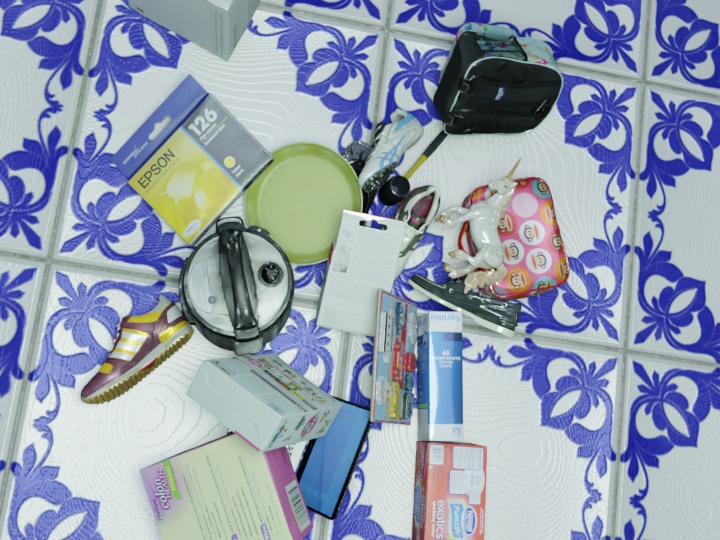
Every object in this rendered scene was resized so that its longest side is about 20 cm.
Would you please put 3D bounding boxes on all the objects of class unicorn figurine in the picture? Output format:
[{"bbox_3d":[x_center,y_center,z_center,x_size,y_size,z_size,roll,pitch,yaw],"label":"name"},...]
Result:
[{"bbox_3d":[0.195,-0.072,1.365,0.135,0.074,0.203,-8,96,-10],"label":"unicorn figurine"}]

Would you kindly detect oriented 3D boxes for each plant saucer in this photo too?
[{"bbox_3d":[-0.093,-0.109,1.388,0.197,0.031,0.203,0,88,6],"label":"plant saucer"}]

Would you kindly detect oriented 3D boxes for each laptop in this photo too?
[{"bbox_3d":[-0.104,0.263,1.308,0.198,0.103,0.179,24,77,-5],"label":"laptop"}]

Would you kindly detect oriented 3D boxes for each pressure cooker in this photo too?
[{"bbox_3d":[-0.185,0.026,1.282,0.175,0.200,0.179,37,76,1],"label":"pressure cooker"}]

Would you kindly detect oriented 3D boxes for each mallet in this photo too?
[{"bbox_3d":[0.101,-0.187,1.457,0.041,0.066,0.200,43,62,-6],"label":"mallet"}]

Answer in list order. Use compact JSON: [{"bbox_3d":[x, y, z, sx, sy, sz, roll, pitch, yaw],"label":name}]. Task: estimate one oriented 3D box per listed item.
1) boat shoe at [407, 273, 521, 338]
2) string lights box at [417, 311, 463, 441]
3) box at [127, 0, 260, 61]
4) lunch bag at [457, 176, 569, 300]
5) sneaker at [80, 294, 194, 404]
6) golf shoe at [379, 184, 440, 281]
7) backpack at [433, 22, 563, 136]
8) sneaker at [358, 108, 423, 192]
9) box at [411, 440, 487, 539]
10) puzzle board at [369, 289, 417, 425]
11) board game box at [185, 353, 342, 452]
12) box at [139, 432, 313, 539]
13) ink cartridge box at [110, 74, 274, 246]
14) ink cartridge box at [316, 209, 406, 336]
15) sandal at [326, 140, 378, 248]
[{"bbox_3d":[0.174,0.040,1.383,0.198,0.074,0.067,27,94,23],"label":"boat shoe"},{"bbox_3d":[0.127,0.173,1.362,0.058,0.103,0.203,2,81,-7],"label":"string lights box"},{"bbox_3d":[-0.269,-0.473,1.354,0.198,0.199,0.132,28,78,-4],"label":"box"},{"bbox_3d":[0.251,-0.050,1.431,0.174,0.082,0.203,-10,83,-10],"label":"lunch bag"},{"bbox_3d":[-0.361,0.124,1.311,0.199,0.075,0.090,-37,80,-19],"label":"sneaker"},{"bbox_3d":[0.067,-0.061,1.400,0.077,0.088,0.201,32,78,-5],"label":"golf shoe"},{"bbox_3d":[0.234,-0.318,1.424,0.197,0.178,0.152,3,51,-15],"label":"backpack"},{"bbox_3d":[0.040,-0.200,1.401,0.072,0.072,0.201,37,47,-2],"label":"sneaker"},{"bbox_3d":[0.139,0.375,1.334,0.098,0.095,0.203,4,80,-8],"label":"box"},{"bbox_3d":[0.058,0.142,1.341,0.017,0.150,0.203,-2,79,25],"label":"puzzle board"},{"bbox_3d":[-0.134,0.188,1.224,0.147,0.199,0.065,33,101,22],"label":"board game box"},{"bbox_3d":[-0.197,0.340,1.248,0.198,0.097,0.178,-22,84,12],"label":"box"},{"bbox_3d":[-0.276,-0.181,1.363,0.200,0.047,0.198,44,92,-3],"label":"ink cartridge box"},{"bbox_3d":[0.000,0.000,1.350,0.108,0.050,0.202,11,109,-7],"label":"ink cartridge box"},{"bbox_3d":[-0.008,-0.124,1.417,0.074,0.048,0.203,11,79,-7],"label":"sandal"}]
